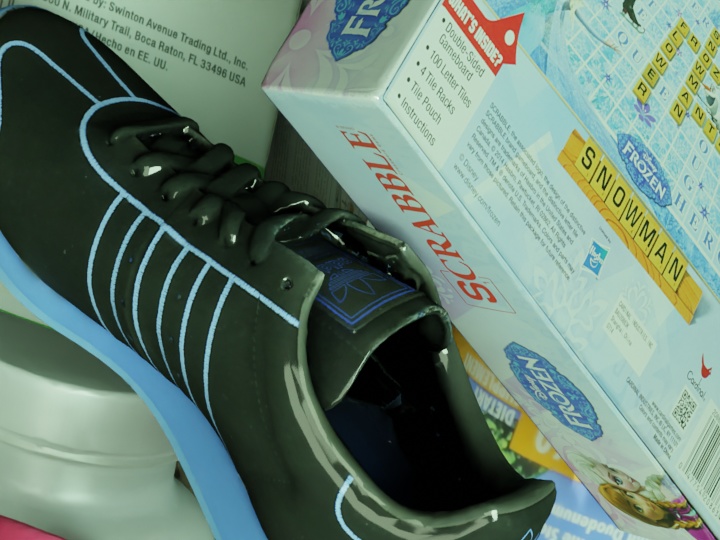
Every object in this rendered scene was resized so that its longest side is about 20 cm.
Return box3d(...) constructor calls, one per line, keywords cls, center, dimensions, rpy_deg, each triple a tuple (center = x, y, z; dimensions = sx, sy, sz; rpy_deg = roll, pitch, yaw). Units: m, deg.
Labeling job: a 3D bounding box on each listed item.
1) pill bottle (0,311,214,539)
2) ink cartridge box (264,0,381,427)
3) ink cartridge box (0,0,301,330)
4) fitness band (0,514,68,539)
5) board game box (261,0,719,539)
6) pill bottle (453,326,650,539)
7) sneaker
box3d(cls="pill bottle", center=(-0.109, 0.120, 0.813), dimensions=(0.111, 0.112, 0.202), rpy_deg=(15, 103, 6))
box3d(cls="ink cartridge box", center=(0.000, 0.000, 0.727), dimensions=(0.057, 0.200, 0.164), rpy_deg=(2, 103, -19))
box3d(cls="ink cartridge box", center=(-0.092, -0.098, 0.710), dimensions=(0.146, 0.083, 0.202), rpy_deg=(22, 71, -29))
box3d(cls="fitness band", center=(-0.020, 0.117, 0.682), dimensions=(0.199, 0.144, 0.038), rpy_deg=(20, 82, 22))
box3d(cls="board game box", center=(0.083, -0.062, 0.653), dimensions=(0.041, 0.200, 0.200), rpy_deg=(11, 61, 41))
box3d(cls="pill bottle", center=(0.055, 0.111, 0.784), dimensions=(0.111, 0.112, 0.202), rpy_deg=(19, 103, 5))
box3d(cls="sneaker", center=(-0.027, 0.003, 0.603), dimensions=(0.200, 0.070, 0.078), rpy_deg=(52, 131, 13))
